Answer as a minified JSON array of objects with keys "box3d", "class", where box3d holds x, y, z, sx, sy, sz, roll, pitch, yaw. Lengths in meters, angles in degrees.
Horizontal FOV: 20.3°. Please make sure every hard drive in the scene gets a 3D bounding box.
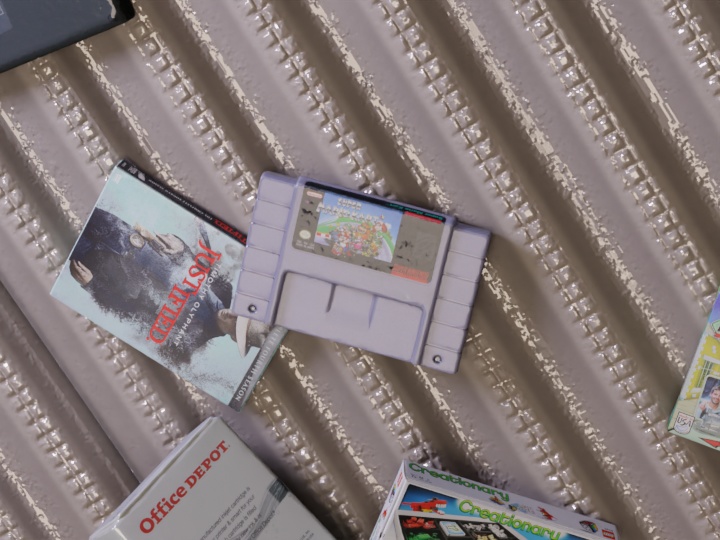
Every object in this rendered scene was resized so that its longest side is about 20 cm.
[{"box3d":[-0.304,-0.241,1.687,0.199,0.033,0.140,-18,104,21],"class":"hard drive"}]

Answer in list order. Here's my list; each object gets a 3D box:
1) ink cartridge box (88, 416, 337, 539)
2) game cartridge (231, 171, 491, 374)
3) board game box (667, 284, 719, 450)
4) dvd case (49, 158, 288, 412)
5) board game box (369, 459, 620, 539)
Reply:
[{"box3d":[-0.115,0.249,1.754,0.200,0.147,0.083,48,150,-5],"class":"ink cartridge box"},{"box3d":[0.000,0.000,1.683,0.199,0.038,0.130,15,110,6],"class":"game cartridge"},{"box3d":[0.365,0.103,1.639,0.199,0.029,0.135,19,115,7],"class":"board game box"},{"box3d":[-0.156,0.015,1.750,0.199,0.022,0.146,32,115,0],"class":"dvd case"},{"box3d":[0.108,0.249,1.733,0.199,0.035,0.127,18,114,-10],"class":"board game box"}]
